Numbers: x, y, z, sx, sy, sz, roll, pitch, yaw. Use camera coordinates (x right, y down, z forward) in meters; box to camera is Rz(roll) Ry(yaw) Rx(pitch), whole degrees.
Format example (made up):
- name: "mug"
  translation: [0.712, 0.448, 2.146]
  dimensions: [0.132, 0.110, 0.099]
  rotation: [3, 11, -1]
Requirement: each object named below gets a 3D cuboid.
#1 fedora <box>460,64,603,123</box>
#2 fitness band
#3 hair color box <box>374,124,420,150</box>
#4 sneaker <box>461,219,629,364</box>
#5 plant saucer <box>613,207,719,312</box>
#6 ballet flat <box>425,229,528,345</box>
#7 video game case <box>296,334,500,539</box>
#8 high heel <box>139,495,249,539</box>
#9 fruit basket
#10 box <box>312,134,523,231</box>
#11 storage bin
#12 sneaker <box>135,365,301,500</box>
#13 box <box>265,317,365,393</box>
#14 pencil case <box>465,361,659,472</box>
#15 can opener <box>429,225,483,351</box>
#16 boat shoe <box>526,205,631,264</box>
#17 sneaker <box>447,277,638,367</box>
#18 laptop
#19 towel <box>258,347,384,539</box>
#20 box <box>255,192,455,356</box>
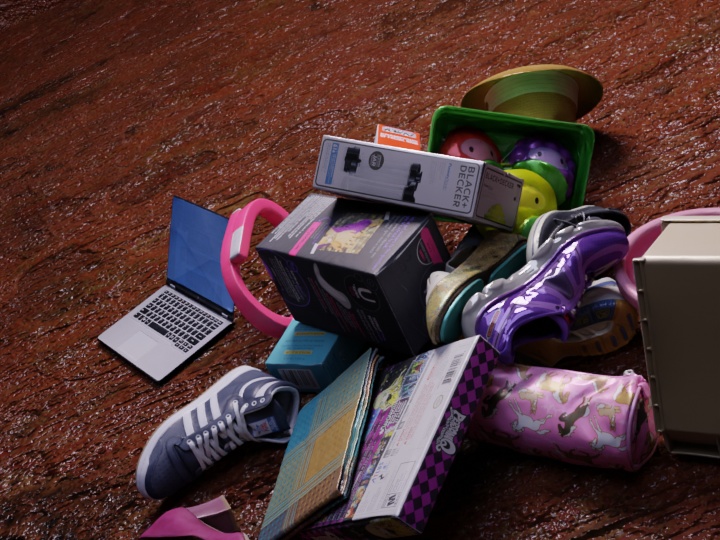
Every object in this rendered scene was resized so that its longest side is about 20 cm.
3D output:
- name: "fedora"
  translation: [0.225, -0.194, 1.473]
  dimensions: [0.200, 0.201, 0.082]
  rotation: [-10, 72, 22]
- name: "fitness band"
  translation: [-0.110, -0.003, 1.412]
  dimensions: [0.037, 0.144, 0.200]
  rotation: [-30, 31, 26]
- name: "hair color box"
  translation: [0.037, -0.104, 1.441]
  dimensions: [0.064, 0.111, 0.200]
  rotation: [12, 22, -4]
- name: "sneaker"
  translation: [0.195, 0.028, 1.124]
  dimensions: [0.200, 0.081, 0.083]
  rotation: [-36, 55, -14]
- name: "plant saucer"
  translation: [0.359, 0.007, 1.146]
  dimensions: [0.200, 0.051, 0.201]
  rotation: [-8, 32, 5]
- name: "ballet flat"
  translation: [0.108, 0.014, 1.174]
  dimensions: [0.071, 0.071, 0.200]
  rotation: [4, 29, 38]
- name: "video game case"
  translation: [0.034, 0.166, 1.081]
  dimensions: [0.181, 0.036, 0.200]
  rotation: [-27, 29, 53]
- name: "high heel"
  translation: [-0.151, 0.286, 1.095]
  dimensions: [0.096, 0.068, 0.200]
  rotation: [-22, 16, -14]
- name: "fruit basket"
  translation: [0.173, -0.103, 1.320]
  dimensions: [0.215, 0.156, 0.216]
  rotation: [8, 12, -2]
- name: "box"
  translation: [0.063, -0.095, 1.234]
  dimensions: [0.199, 0.117, 0.060]
  rotation: [12, 91, 28]
- name: "storage bin"
  translation: [0.354, 0.060, 0.969]
  dimensions: [0.199, 0.199, 0.094]
  rotation: [1, 23, 34]
- name: "sneaker"
  translation: [-0.149, 0.182, 1.242]
  dimensions: [0.108, 0.070, 0.200]
  rotation: [9, 43, 44]
- name: "box"
  translation: [-0.031, 0.060, 1.356]
  dimensions: [0.082, 0.049, 0.200]
  rotation: [-2, 39, 31]
- name: "pencil case"
  translation: [0.184, 0.133, 1.079]
  dimensions: [0.200, 0.083, 0.087]
  rotation: [4, 42, 38]
- name: "can opener"
  translation: [0.119, 0.025, 1.321]
  dimensions: [0.067, 0.053, 0.200]
  rotation: [27, 52, 13]
- name: "boat shoe"
  translation: [0.239, -0.031, 1.240]
  dimensions: [0.062, 0.075, 0.200]
  rotation: [4, 15, 35]
- name: "sneaker"
  translation: [0.190, 0.060, 1.201]
  dimensions: [0.199, 0.075, 0.088]
  rotation: [-11, 26, 6]
- name: "laptop"
  translation: [-0.256, 0.020, 1.502]
  dimensions: [0.200, 0.116, 0.187]
  rotation: [-39, 34, -22]
- name: "towel"
  translation: [-0.040, 0.184, 1.148]
  dimensions: [0.147, 0.022, 0.200]
  rotation: [-43, 19, 35]
- name: "box"
  translation: [0.000, 0.000, 1.258]
  dimensions: [0.200, 0.122, 0.106]
  rotation: [14, 51, 45]
